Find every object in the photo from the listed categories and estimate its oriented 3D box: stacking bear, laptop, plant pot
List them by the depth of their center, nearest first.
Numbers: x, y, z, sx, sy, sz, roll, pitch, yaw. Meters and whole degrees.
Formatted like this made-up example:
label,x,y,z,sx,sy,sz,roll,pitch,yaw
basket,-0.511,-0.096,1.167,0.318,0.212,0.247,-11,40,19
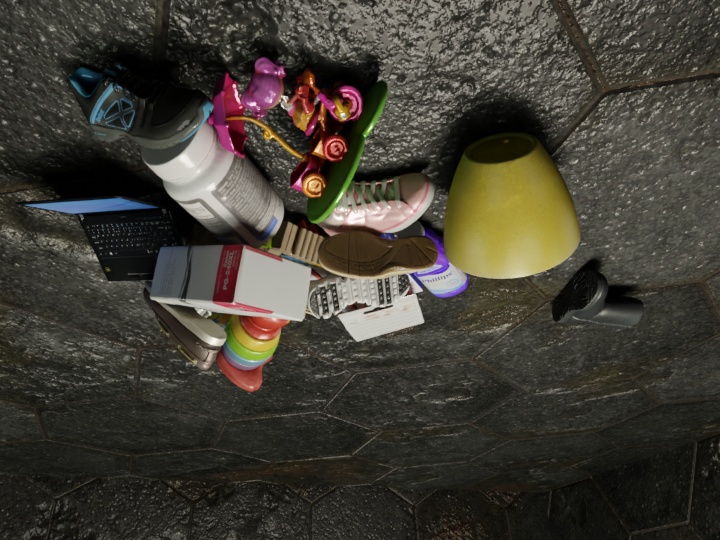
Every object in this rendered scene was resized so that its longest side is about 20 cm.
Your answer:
label,x,y,z,sx,sy,sz,roll,pitch,yaw
plant pot,0.204,-0.107,0.788,0.194,0.202,0.145,-9,121,10
laptop,-0.380,-0.043,0.861,0.172,0.104,0.205,-1,124,15
stacking bear,-0.190,0.108,1.038,0.112,0.123,0.201,28,129,-9

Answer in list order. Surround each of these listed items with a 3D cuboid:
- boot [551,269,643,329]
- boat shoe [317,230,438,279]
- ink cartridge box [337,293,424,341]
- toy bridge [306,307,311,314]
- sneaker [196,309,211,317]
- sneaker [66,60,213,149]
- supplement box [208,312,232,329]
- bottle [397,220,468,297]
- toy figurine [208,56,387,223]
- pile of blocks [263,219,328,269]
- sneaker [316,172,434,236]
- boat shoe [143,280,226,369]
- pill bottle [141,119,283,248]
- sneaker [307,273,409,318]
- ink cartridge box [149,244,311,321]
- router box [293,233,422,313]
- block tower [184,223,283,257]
label,x,y,z,sx,sy,sz,roll,pitch,yaw
boot,0.512,0.063,1.157,0.163,0.079,0.201,4,155,-4
boat shoe,0.024,-0.017,0.877,0.194,0.074,0.064,2,166,-19
ink cartridge box,0.043,0.081,1.127,0.156,0.049,0.201,-16,157,5
toy bridge,-0.151,0.049,1.128,0.066,0.028,0.198,-23,142,31
sneaker,-0.285,0.046,1.056,0.196,0.089,0.074,-24,142,28
sneaker,-0.261,-0.195,0.652,0.195,0.074,0.083,5,142,25
supplement box,-0.296,0.103,1.165,0.195,0.068,0.069,-19,142,22
bottle,0.128,-0.021,1.005,0.082,0.067,0.200,-17,146,23
toy figurine,-0.091,-0.187,0.687,0.181,0.152,0.202,25,118,-23
pile of blocks,-0.116,-0.056,0.930,0.195,0.064,0.082,21,169,-16
sneaker,0.010,-0.104,0.852,0.196,0.077,0.104,-20,150,32
boat shoe,-0.294,0.083,0.900,0.071,0.198,0.061,12,107,-59
pill bottle,-0.199,-0.122,0.771,0.111,0.117,0.201,-14,146,17
sneaker,-0.007,0.026,0.978,0.194,0.078,0.081,-8,-164,-20
ink cartridge box,-0.195,0.018,0.835,0.196,0.086,0.144,2,169,36
router box,0.000,0.000,1.042,0.175,0.050,0.200,-17,145,21
block tower,-0.215,-0.023,0.983,0.195,0.059,0.054,14,145,-28
